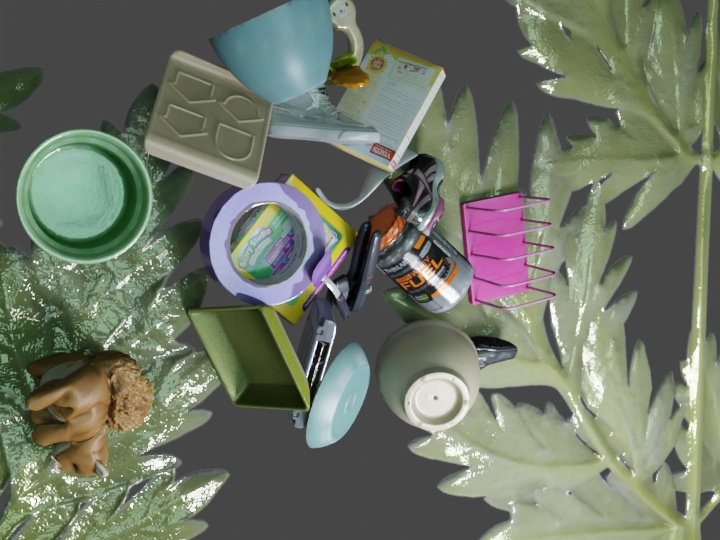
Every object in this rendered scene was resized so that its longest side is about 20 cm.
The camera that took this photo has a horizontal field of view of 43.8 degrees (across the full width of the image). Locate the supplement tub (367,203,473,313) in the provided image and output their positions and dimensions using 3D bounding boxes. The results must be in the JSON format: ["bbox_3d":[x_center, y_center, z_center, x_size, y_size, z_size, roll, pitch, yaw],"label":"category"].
[{"bbox_3d":[0.102,-0.024,1.633,0.200,0.122,0.123,40,80,-25],"label":"supplement tub"}]

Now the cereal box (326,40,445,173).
[{"bbox_3d":[0.040,-0.287,1.561,0.201,0.143,0.040,-60,160,-5],"label":"cereal box"}]

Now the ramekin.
[{"bbox_3d":[-0.427,-0.115,1.372,0.199,0.098,0.202,-4,100,-25],"label":"ramekin"}]

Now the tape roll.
[{"bbox_3d":[-0.159,-0.046,1.469,0.199,0.066,0.202,-4,99,-23],"label":"tape roll"}]

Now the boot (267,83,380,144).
[{"bbox_3d":[-0.062,-0.267,1.506,0.198,0.074,0.096,6,92,5],"label":"boot"}]

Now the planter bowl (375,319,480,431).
[{"bbox_3d":[0.131,0.209,1.637,0.198,0.135,0.202,-2,113,-4],"label":"planter bowl"}]

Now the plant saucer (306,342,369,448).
[{"bbox_3d":[-0.031,0.227,1.582,0.200,0.036,0.201,-54,156,-38],"label":"plant saucer"}]

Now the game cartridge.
[{"bbox_3d":[-0.086,0.155,1.555,0.041,0.133,0.201,14,105,-8],"label":"game cartridge"}]

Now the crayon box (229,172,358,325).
[{"bbox_3d":[-0.126,-0.038,1.554,0.172,0.058,0.201,41,80,-24],"label":"crayon box"}]

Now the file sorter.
[{"bbox_3d":[0.291,-0.037,1.722,0.138,0.125,0.202,-13,103,-24],"label":"file sorter"}]

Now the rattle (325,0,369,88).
[{"bbox_3d":[-0.037,-0.413,1.500,0.129,0.143,0.202,11,99,-9],"label":"rattle"}]

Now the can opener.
[{"bbox_3d":[0.000,0.000,1.575,0.078,0.063,0.201,-33,155,-44],"label":"can opener"}]

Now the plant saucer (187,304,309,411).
[{"bbox_3d":[-0.176,0.135,1.495,0.048,0.199,0.201,-40,115,-41],"label":"plant saucer"}]

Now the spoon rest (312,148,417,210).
[{"bbox_3d":[0.015,-0.160,1.592,0.199,0.099,0.061,-26,94,-10],"label":"spoon rest"}]

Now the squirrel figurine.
[{"bbox_3d":[-0.417,0.229,1.413,0.199,0.141,0.188,-18,112,-20],"label":"squirrel figurine"}]

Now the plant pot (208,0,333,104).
[{"bbox_3d":[-0.123,-0.346,1.425,0.199,0.200,0.136,-30,107,-19],"label":"plant pot"}]

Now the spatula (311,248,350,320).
[{"bbox_3d":[-0.046,0.034,1.536,0.057,0.020,0.200,-54,149,-20],"label":"spatula"}]

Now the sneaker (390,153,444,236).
[{"bbox_3d":[0.096,-0.151,1.580,0.086,0.201,0.081,23,122,-17],"label":"sneaker"}]

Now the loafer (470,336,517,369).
[{"bbox_3d":[0.213,0.172,1.751,0.199,0.068,0.071,-4,108,-20],"label":"loafer"}]

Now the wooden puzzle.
[{"bbox_3d":[-0.241,-0.237,1.434,0.184,0.046,0.201,19,58,-18],"label":"wooden puzzle"}]
